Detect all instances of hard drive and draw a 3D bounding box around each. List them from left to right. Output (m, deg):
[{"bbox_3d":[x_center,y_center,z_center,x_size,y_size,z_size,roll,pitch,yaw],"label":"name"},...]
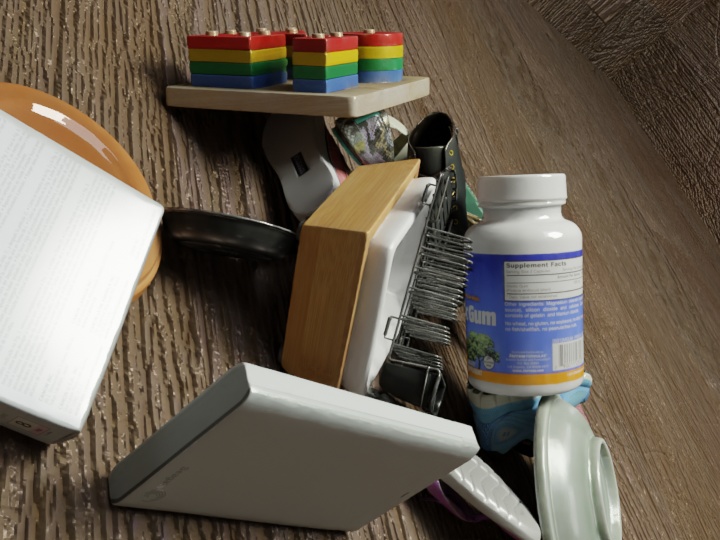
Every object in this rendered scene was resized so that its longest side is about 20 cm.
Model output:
[{"bbox_3d":[-0.035,0.121,0.528,0.200,0.132,0.026,23,38,-42],"label":"hard drive"}]

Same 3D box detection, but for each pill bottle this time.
[{"bbox_3d":[0.154,0.010,0.792,0.112,0.112,0.201,-12,100,-60],"label":"pill bottle"}]

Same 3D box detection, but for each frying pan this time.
[{"bbox_3d":[-0.108,-0.025,0.698,0.115,0.031,0.190,10,-7,-5],"label":"frying pan"}]

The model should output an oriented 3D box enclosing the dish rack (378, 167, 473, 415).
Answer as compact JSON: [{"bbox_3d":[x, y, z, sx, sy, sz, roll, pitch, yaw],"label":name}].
[{"bbox_3d":[0.064,0.019,0.710,0.054,0.200,0.153,15,-9,9],"label":"dish rack"}]

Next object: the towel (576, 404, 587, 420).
[{"bbox_3d":[0.199,0.098,1.034,0.144,0.023,0.200,26,34,-35],"label":"towel"}]

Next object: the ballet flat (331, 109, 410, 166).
[{"bbox_3d":[0.029,-0.119,0.888,0.072,0.072,0.200,60,4,19],"label":"ballet flat"}]

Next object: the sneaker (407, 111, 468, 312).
[{"bbox_3d":[0.069,-0.059,0.837,0.106,0.075,0.200,72,16,-51],"label":"sneaker"}]

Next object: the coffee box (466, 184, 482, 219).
[{"bbox_3d":[0.134,-0.068,1.051,0.123,0.044,0.200,60,9,19],"label":"coffee box"}]

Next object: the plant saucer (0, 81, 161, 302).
[{"bbox_3d":[-0.220,-0.060,0.582,0.200,0.037,0.200,36,31,-26],"label":"plant saucer"}]

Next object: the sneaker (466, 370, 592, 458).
[{"bbox_3d":[0.178,0.149,0.887,0.200,0.078,0.090,-4,95,-46],"label":"sneaker"}]

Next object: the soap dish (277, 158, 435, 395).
[{"bbox_3d":[0.000,0.000,0.717,0.081,0.158,0.200,15,26,9],"label":"soap dish"}]

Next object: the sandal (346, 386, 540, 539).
[{"bbox_3d":[0.063,0.171,0.713,0.203,0.050,0.082,38,12,3],"label":"sandal"}]

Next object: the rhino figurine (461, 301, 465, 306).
[{"bbox_3d":[0.070,-0.032,0.957,0.087,0.060,0.200,31,29,-18],"label":"rhino figurine"}]

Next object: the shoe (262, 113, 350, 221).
[{"bbox_3d":[-0.042,-0.097,0.871,0.091,0.071,0.200,47,16,-42],"label":"shoe"}]

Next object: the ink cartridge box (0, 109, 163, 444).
[{"bbox_3d":[-0.223,-0.016,0.464,0.200,0.057,0.163,30,52,-26],"label":"ink cartridge box"}]

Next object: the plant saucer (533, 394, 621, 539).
[{"bbox_3d":[0.210,0.212,0.784,0.200,0.050,0.201,-11,90,-68],"label":"plant saucer"}]

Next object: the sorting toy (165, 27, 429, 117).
[{"bbox_3d":[-0.056,-0.204,0.830,0.199,0.200,0.070,-35,129,-60],"label":"sorting toy"}]

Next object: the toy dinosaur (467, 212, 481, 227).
[{"bbox_3d":[0.150,0.025,0.903,0.101,0.058,0.200,-29,106,-79],"label":"toy dinosaur"}]
